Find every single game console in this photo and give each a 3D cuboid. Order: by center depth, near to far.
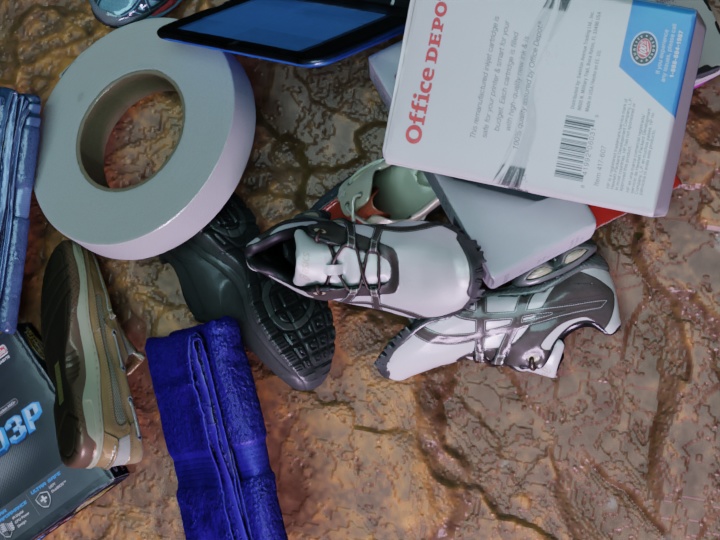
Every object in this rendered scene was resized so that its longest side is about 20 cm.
[{"bbox_3d":[-0.039,-0.238,1.387,0.200,0.118,0.171,17,93,43],"label":"game console"}]

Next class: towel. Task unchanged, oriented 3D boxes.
[{"bbox_3d":[-0.123,0.143,1.443,0.049,0.148,0.201,-10,86,-32],"label":"towel"},{"bbox_3d":[-0.311,-0.052,1.496,0.048,0.112,0.201,5,93,-29],"label":"towel"}]

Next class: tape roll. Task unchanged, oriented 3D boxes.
[{"bbox_3d":[-0.178,-0.108,1.457,0.202,0.037,0.203,-12,64,26],"label":"tape roll"}]

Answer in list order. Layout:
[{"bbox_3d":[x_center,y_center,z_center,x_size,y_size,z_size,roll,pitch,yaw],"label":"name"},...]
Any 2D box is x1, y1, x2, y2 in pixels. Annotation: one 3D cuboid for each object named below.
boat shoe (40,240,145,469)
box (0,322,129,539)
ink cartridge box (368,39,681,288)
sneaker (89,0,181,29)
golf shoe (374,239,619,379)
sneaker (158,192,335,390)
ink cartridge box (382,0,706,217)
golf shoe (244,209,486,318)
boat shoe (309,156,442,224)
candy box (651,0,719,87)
[{"bbox_3d":[-0.216,0.071,1.488,0.076,0.072,0.200,5,64,-29],"label":"boat shoe"},{"bbox_3d":[-0.319,0.164,1.525,0.200,0.046,0.159,-35,83,10],"label":"box"},{"bbox_3d":[0.127,-0.113,1.377,0.173,0.044,0.200,-28,78,-5],"label":"ink cartridge box"},{"bbox_3d":[-0.156,-0.283,1.463,0.079,0.096,0.200,45,98,9],"label":"sneaker"},{"bbox_3d":[0.109,0.052,1.414,0.200,0.078,0.095,-28,85,11],"label":"golf shoe"},{"bbox_3d":[-0.094,0.023,1.461,0.200,0.076,0.091,54,134,22],"label":"sneaker"},{"bbox_3d":[0.131,-0.128,1.282,0.200,0.084,0.146,13,96,15],"label":"ink cartridge box"},{"bbox_3d":[0.000,0.000,1.358,0.200,0.094,0.078,6,100,39],"label":"golf shoe"},{"bbox_3d":[0.022,-0.056,1.446,0.200,0.063,0.071,-32,86,11],"label":"boat shoe"},{"bbox_3d":[0.183,-0.219,1.378,0.136,0.061,0.200,-21,84,-29],"label":"candy box"}]
